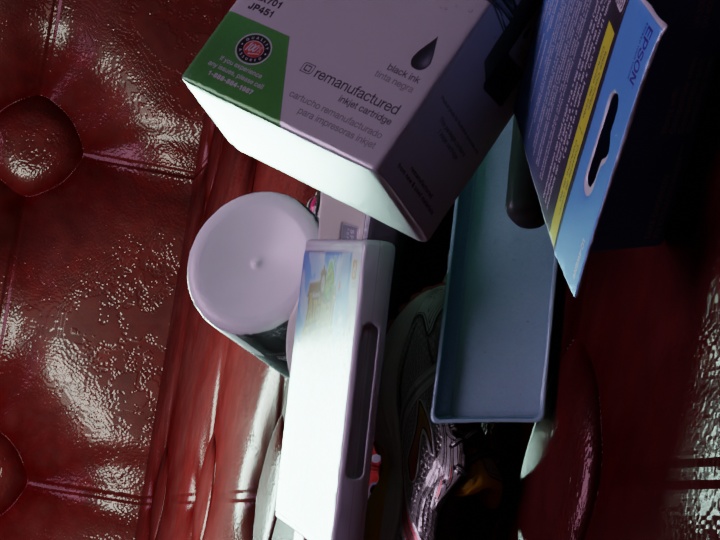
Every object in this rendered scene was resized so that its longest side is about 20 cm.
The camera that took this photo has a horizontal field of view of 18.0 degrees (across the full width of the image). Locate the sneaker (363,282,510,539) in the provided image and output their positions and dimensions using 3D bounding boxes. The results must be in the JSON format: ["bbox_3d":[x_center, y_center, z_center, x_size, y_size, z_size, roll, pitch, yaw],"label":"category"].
[{"bbox_3d":[0.054,0.106,1.325,0.082,0.078,0.201,-7,75,42],"label":"sneaker"}]

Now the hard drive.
[{"bbox_3d":[0.034,-0.007,1.456,0.140,0.033,0.201,-20,-60,-69],"label":"hard drive"}]

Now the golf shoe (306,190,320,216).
[{"bbox_3d":[-0.014,-0.001,1.794,0.088,0.077,0.201,148,131,-67],"label":"golf shoe"}]

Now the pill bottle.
[{"bbox_3d":[-0.039,0.024,1.641,0.200,0.106,0.107,42,-128,-62],"label":"pill bottle"}]

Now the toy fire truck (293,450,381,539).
[{"bbox_3d":[-0.002,0.170,1.623,0.200,0.049,0.142,-158,78,-79],"label":"toy fire truck"}]

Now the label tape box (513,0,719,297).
[{"bbox_3d":[0.131,-0.092,1.099,0.200,0.066,0.144,-101,22,-59],"label":"label tape box"}]

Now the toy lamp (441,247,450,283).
[{"bbox_3d":[0.066,-0.012,1.407,0.058,0.058,0.201,-156,77,-80],"label":"toy lamp"}]

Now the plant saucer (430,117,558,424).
[{"bbox_3d":[0.084,-0.007,1.300,0.019,0.070,0.201,36,-124,-57],"label":"plant saucer"}]

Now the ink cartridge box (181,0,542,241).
[{"bbox_3d":[0.024,-0.138,1.227,0.200,0.146,0.083,-56,-33,-12],"label":"ink cartridge box"}]

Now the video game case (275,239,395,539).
[{"bbox_3d":[-0.018,0.072,1.378,0.200,0.022,0.183,-176,92,-79],"label":"video game case"}]

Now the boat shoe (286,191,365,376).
[{"bbox_3d":[0.000,0.000,1.515,0.068,0.072,0.201,-19,-63,-55],"label":"boat shoe"}]

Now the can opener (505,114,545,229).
[{"bbox_3d":[0.119,-0.116,1.270,0.066,0.052,0.201,46,-132,-59],"label":"can opener"}]
